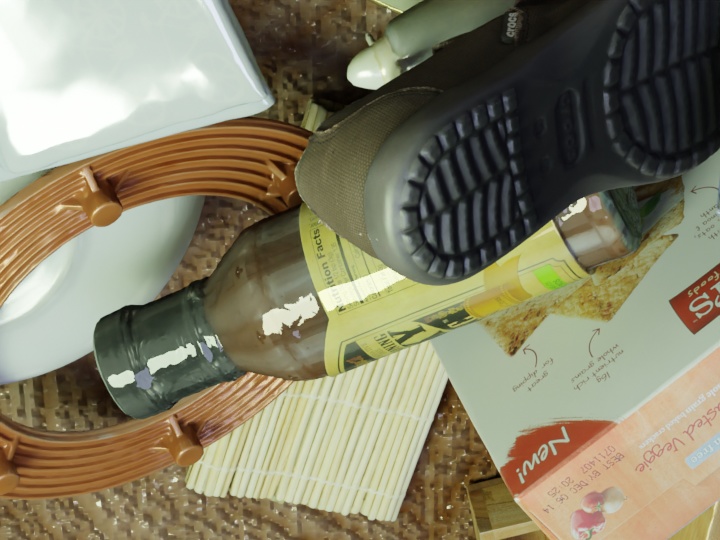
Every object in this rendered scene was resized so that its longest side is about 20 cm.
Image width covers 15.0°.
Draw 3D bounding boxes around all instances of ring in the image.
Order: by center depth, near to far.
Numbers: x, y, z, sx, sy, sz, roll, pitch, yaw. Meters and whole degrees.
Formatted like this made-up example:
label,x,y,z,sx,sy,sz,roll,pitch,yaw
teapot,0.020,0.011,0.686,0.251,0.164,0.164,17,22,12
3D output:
label,x,y,z,sx,sy,sz,roll,pitch,yaw
ring,-0.082,0.022,1.036,0.200,0.019,0.201,-21,145,-16

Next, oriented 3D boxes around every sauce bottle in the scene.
label,x,y,z,sx,sy,sz,roll,pitch,yaw
sauce bottle,0.000,0.000,0.971,0.199,0.065,0.065,-22,128,18

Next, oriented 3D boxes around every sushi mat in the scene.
label,x,y,z,sx,sy,sz,roll,pitch,yaw
sushi mat,-0.003,0.022,1.117,0.095,0.012,0.201,8,124,-18

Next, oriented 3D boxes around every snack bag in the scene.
label,x,y,z,sx,sy,sz,roll,pitch,yaw
snack bag,-0.151,-0.107,0.900,0.199,0.021,0.189,-14,118,22

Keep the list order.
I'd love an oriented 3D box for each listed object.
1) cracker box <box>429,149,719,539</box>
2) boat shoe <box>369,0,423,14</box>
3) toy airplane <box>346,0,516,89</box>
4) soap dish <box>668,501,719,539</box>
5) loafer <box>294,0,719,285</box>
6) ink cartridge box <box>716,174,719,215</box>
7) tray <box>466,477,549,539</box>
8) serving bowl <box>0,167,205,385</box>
label,x,y,z,sx,sy,sz,roll,pitch,yaw
cracker box,0.094,0.008,0.994,0.134,0.200,0.058,-38,121,6
boat shoe,0.087,-0.106,0.985,0.200,0.072,0.066,18,117,1
toy airplane,0.028,-0.147,0.876,0.200,0.142,0.199,33,130,-21
soap dish,0.162,0.158,1.154,0.157,0.081,0.201,-5,114,-46
loafer,0.054,-0.060,0.873,0.200,0.071,0.073,-25,120,-43
ink cartridge box,0.179,-0.081,0.915,0.119,0.201,0.042,32,146,-30
tray,0.111,0.168,1.235,0.098,0.037,0.201,-13,126,-2
serving bowl,-0.151,-0.029,1.017,0.199,0.066,0.201,-5,126,-7
